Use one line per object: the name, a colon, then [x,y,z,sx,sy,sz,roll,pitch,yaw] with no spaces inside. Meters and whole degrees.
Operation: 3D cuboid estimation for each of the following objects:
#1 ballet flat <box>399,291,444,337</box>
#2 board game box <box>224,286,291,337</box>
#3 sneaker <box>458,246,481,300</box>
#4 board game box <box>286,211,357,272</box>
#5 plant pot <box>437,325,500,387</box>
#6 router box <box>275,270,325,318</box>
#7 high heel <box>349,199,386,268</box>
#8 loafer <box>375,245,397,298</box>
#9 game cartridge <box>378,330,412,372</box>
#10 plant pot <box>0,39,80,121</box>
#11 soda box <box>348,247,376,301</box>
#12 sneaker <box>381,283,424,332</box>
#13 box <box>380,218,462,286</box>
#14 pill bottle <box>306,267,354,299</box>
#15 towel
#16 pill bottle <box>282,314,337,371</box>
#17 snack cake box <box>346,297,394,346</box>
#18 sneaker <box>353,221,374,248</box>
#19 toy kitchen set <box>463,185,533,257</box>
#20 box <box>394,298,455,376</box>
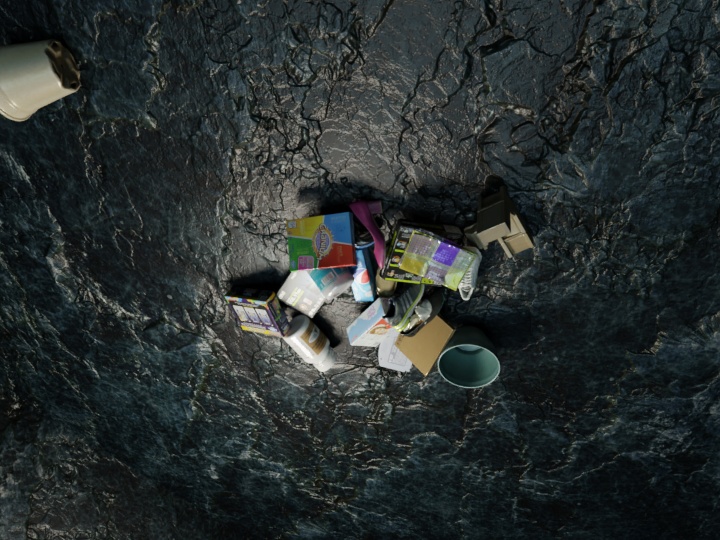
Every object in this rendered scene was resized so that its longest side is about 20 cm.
ballet flat: [0.189,0.145,1.723,0.068,0.068,0.201,0,135,-43]
board game box: [-0.353,0.141,1.876,0.198,0.057,0.167,6,133,33]
sneaker: [0.318,0.005,1.610,0.075,0.081,0.201,5,146,18]
board game box: [-0.114,-0.082,1.587,0.197,0.040,0.156,-6,88,15]
plant pot: [0.359,0.271,1.803,0.197,0.135,0.203,6,128,7]
router box: [-0.173,0.048,1.794,0.149,0.063,0.201,30,128,-10]
high heel: [0.023,-0.104,1.581,0.094,0.067,0.204,-6,86,2]
loafer: [0.082,0.016,1.708,0.075,0.068,0.202,9,129,6]
game cartridge: [0.133,0.273,1.921,0.131,0.041,0.202,12,129,-1]
plant pot: [-0.862,-0.519,1.439,0.181,0.202,0.203,-12,125,6]
soda box: [0.000,0.000,1.714,0.063,0.068,0.202,-3,127,15]
sneaker: [0.134,0.086,1.688,0.080,0.203,0.074,26,173,-33]
box: [0.178,-0.049,1.604,0.197,0.048,0.195,5,127,-16]
pill bottle: [-0.114,-0.020,1.665,0.111,0.110,0.201,-44,78,36]
towel: [0.215,-0.029,1.549,0.197,0.023,0.145,22,123,-6]
pill bottle: [-0.175,0.261,1.928,0.113,0.115,0.201,-25,119,28]
snack cake box: [0.056,0.174,1.807,0.114,0.068,0.200,10,138,-37]
sneaker: [-0.038,-0.121,1.626,0.196,0.071,0.084,9,127,3]
toy kitchen set: [0.365,-0.080,1.499,0.162,0.182,0.201,-24,120,29]
box: [0.206,0.218,1.778,0.163,0.021,0.202,42,121,31]
